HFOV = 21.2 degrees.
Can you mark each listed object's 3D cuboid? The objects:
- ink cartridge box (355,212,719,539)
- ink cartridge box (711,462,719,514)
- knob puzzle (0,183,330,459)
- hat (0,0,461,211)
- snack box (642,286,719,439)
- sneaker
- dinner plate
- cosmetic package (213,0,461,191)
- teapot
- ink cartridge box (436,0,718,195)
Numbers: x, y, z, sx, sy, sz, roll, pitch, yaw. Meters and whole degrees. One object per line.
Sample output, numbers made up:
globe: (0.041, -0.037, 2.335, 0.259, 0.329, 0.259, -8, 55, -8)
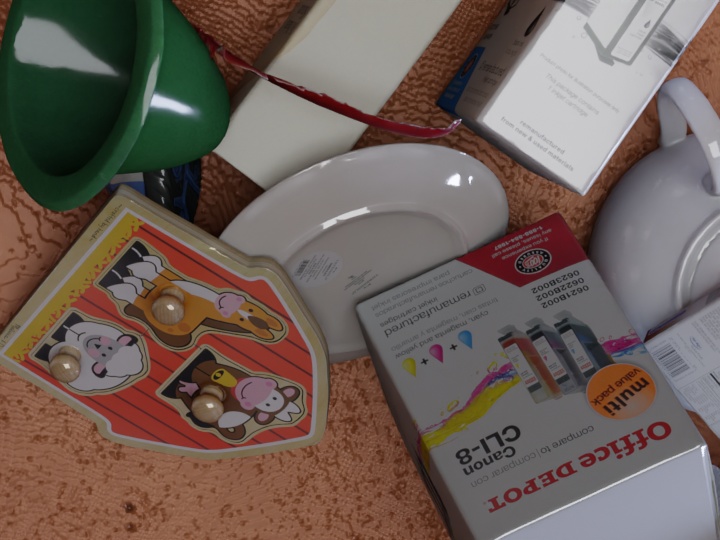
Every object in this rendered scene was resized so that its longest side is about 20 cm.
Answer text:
ink cartridge box: (0.108, 0.102, 1.154, 0.145, 0.200, 0.145, -24, 139, -5)
ink cartridge box: (0.216, 0.213, 1.206, 0.145, 0.200, 0.083, -44, 110, 0)
knob puzzle: (-0.106, 0.058, 1.166, 0.218, 0.031, 0.220, 6, 132, 6)
hat: (-0.091, -0.099, 1.114, 0.175, 0.200, 0.166, 9, 126, -39)
snack box: (0.259, 0.098, 1.157, 0.072, 0.024, 0.200, -35, 101, 33)
sneaker: (-0.147, -0.097, 1.177, 0.077, 0.076, 0.201, -6, 99, 12)
dinner plate: (0.000, 0.000, 1.168, 0.199, 0.024, 0.201, -14, 142, -11)
cosmetic package: (-0.008, -0.137, 1.167, 0.073, 0.104, 0.200, 37, 92, -10)
teapot: (0.241, 0.003, 1.206, 0.199, 0.146, 0.198, 20, 96, -10)
ink cartridge box: (0.144, -0.156, 1.164, 0.084, 0.146, 0.200, 34, 93, -10)
